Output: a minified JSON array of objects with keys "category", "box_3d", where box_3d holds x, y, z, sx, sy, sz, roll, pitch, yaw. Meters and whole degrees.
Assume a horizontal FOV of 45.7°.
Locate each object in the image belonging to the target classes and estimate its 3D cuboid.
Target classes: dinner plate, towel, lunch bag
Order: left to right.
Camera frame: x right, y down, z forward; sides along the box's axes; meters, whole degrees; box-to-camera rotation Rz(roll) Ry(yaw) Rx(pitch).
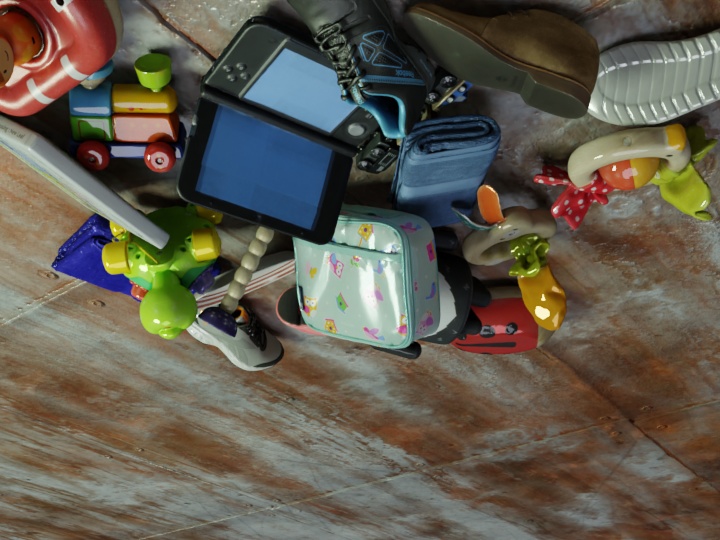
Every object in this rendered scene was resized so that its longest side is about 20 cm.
[{"category":"towel","box_3d":[-0.311,0.001,1.190,0.198,0.051,0.147,25,140,-33]},{"category":"dinner plate","box_3d":[-0.150,0.009,1.147,0.196,0.025,0.200,-23,178,-1]},{"category":"lunch bag","box_3d":[0.000,0.000,1.027,0.197,0.164,0.076,10,-157,41]},{"category":"towel","box_3d":[0.092,-0.111,0.975,0.109,0.050,0.201,-8,158,-7]}]

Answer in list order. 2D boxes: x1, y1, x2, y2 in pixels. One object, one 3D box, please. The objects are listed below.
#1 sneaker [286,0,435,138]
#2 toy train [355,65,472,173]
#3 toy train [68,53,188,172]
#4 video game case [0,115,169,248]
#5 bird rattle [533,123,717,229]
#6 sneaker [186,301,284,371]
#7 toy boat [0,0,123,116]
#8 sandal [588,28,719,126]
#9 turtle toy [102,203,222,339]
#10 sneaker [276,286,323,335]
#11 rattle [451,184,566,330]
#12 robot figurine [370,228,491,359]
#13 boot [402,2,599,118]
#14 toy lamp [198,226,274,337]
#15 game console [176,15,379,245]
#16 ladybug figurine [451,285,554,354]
[{"category":"sneaker","box_3d":[-0.001,-0.207,0.803,0.072,0.083,0.199,-9,144,46]},{"category":"toy train","box_3d":[0.060,-0.164,0.932,0.045,0.035,0.199,15,146,-28]},{"category":"toy train","box_3d":[-0.207,-0.173,0.896,0.195,0.086,0.117,0,132,-8]},{"category":"video game case","box_3d":[-0.326,-0.106,0.950,0.180,0.022,0.200,25,167,41]},{"category":"bird rattle","box_3d":[0.286,-0.119,0.934,0.195,0.116,0.163,1,166,19]},{"category":"sneaker","box_3d":[-0.183,0.095,1.317,0.078,0.075,0.199,-25,140,28]},{"category":"toy boat","box_3d":[-0.310,-0.205,0.759,0.197,0.132,0.131,-21,119,31]},{"category":"sandal","box_3d":[0.318,-0.195,0.857,0.198,0.084,0.050,-7,-169,25]},{"category":"turtle toy","box_3d":[-0.233,-0.006,1.042,0.142,0.202,0.103,-8,127,-2]},{"category":"sneaker","box_3d":[-0.025,0.062,1.281,0.195,0.076,0.087,4,162,2]},{"category":"rattle","box_3d":[0.183,-0.009,1.042,0.127,0.147,0.200,-2,169,15]},{"category":"robot figurine","box_3d":[0.076,0.031,1.154,0.196,0.154,0.125,13,159,-17]},{"category":"boot","box_3d":[0.137,-0.220,0.824,0.196,0.077,0.074,23,170,-2]},{"category":"toy lamp","box_3d":[-0.125,-0.022,1.023,0.057,0.203,0.058,28,175,3]},{"category":"game console","box_3d":[-0.068,-0.136,0.888,0.197,0.121,0.170,16,146,-33]},{"category":"ladybug figurine","box_3d":[0.204,0.079,1.282,0.195,0.073,0.137,-3,148,6]}]
